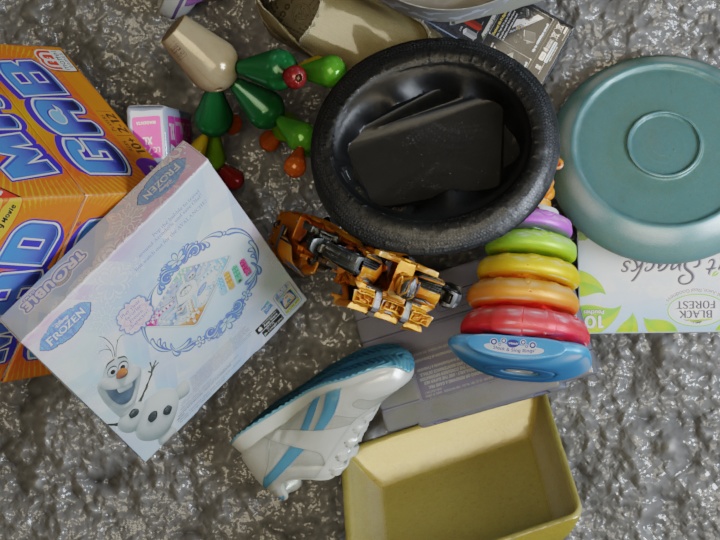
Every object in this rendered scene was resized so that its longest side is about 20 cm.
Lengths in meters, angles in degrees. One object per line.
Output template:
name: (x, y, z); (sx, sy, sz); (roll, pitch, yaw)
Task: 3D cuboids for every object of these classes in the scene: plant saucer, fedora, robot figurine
plant saucer: (0.085, 0.197, 1.185); (0.198, 0.200, 0.049); (-20, 116, 7)
plant saucer: (0.258, -0.103, 1.177); (0.198, 0.027, 0.202); (-3, 65, 6)
fedora: (0.062, -0.090, 1.119); (0.198, 0.092, 0.203); (-2, 74, 7)
robot figurine: (0.000, 0.000, 1.156); (0.144, 0.200, 0.059); (20, 95, -25)

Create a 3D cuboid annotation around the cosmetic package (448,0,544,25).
cosmetic package: (0.098, -0.322, 1.172); (0.104, 0.071, 0.202); (-16, 78, -6)

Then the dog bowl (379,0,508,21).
dog bowl: (0.067, -0.291, 1.097); (0.198, 0.059, 0.202); (0, 77, 0)

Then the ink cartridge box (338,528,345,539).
ink cartridge box: (0.064, 0.321, 1.234); (0.198, 0.084, 0.148); (12, 94, 5)

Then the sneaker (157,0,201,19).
sneaker: (-0.095, -0.280, 1.213); (0.114, 0.073, 0.200); (25, 130, -24)

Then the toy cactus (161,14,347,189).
toy cactus: (-0.103, -0.143, 1.173); (0.165, 0.199, 0.103); (40, 58, -20)

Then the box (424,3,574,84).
box: (0.073, -0.163, 1.224); (0.157, 0.050, 0.201); (29, 95, 4)

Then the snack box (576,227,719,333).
snack box: (0.289, -0.018, 1.208); (0.198, 0.053, 0.144); (-2, 94, 8)

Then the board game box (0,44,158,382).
board game box: (-0.311, -0.047, 1.136); (0.200, 0.199, 0.201); (47, 123, 27)

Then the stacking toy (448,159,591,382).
stacking toy: (0.142, -0.014, 1.147); (0.115, 0.110, 0.202); (5, 78, 12)

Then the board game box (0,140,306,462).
board game box: (-0.161, 0.030, 1.128); (0.200, 0.199, 0.043); (-45, 51, -11)

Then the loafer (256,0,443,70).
loafer: (-0.016, -0.203, 1.179); (0.199, 0.067, 0.077); (23, 92, 28)

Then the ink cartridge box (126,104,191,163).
ink cartridge box: (-0.171, -0.042, 1.221); (0.041, 0.119, 0.203); (-1, 94, 4)

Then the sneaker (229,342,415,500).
sneaker: (-0.022, 0.132, 1.226); (0.199, 0.076, 0.081); (-34, 92, 31)

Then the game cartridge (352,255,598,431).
game cartridge: (0.099, 0.059, 1.221); (0.198, 0.038, 0.131); (-17, 90, 19)
